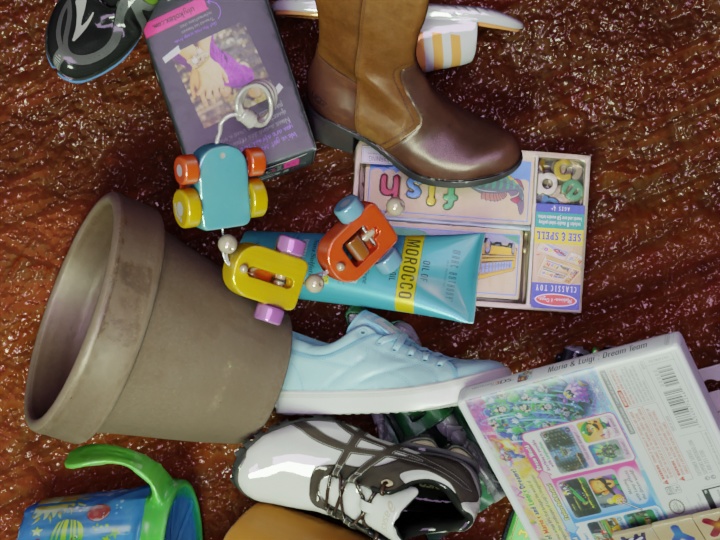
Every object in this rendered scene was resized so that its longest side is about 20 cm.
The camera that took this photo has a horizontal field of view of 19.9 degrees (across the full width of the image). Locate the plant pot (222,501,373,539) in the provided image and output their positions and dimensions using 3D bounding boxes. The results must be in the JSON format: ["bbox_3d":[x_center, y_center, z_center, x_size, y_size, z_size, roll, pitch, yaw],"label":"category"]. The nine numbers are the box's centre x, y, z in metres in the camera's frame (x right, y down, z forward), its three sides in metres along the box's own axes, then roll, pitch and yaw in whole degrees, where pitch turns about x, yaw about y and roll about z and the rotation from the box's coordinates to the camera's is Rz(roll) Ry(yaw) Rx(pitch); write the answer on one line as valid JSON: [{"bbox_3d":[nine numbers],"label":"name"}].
[{"bbox_3d":[-0.032,0.281,1.624,0.183,0.200,0.201,31,88,16],"label":"plant pot"}]

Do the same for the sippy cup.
[{"bbox_3d":[-0.204,0.233,1.646,0.129,0.140,0.179,1,78,9],"label":"sippy cup"}]

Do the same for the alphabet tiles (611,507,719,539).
[{"bbox_3d":[0.282,0.253,1.628,0.166,0.006,0.200,-16,133,22],"label":"alphabet tiles"}]

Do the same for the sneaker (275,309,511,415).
[{"bbox_3d":[0.022,0.071,1.630,0.199,0.074,0.083,-4,89,15],"label":"sneaker"}]

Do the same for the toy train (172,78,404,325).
[{"bbox_3d":[-0.063,-0.047,1.593,0.150,0.056,0.200,-49,117,-14],"label":"toy train"}]

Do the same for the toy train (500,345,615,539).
[{"bbox_3d":[0.164,0.154,1.696,0.056,0.042,0.201,18,88,10],"label":"toy train"}]

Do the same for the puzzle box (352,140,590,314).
[{"bbox_3d":[0.089,-0.036,1.705,0.199,0.025,0.134,3,89,-1],"label":"puzzle box"}]

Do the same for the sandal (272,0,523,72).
[{"bbox_3d":[0.029,-0.191,1.685,0.205,0.079,0.060,3,97,-1],"label":"sandal"}]

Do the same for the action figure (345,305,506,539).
[{"bbox_3d":[0.047,0.113,1.686,0.118,0.055,0.200,-36,84,11],"label":"action figure"}]

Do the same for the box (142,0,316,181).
[{"bbox_3d":[-0.113,-0.169,1.656,0.105,0.122,0.201,-18,89,-2],"label":"box"}]

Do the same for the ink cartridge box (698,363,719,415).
[{"bbox_3d":[0.304,0.171,1.624,0.117,0.067,0.201,-17,118,22],"label":"ink cartridge box"}]

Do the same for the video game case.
[{"bbox_3d":[0.195,0.149,1.578,0.181,0.024,0.201,-16,120,23],"label":"video game case"}]

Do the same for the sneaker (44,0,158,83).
[{"bbox_3d":[-0.169,-0.229,1.554,0.071,0.083,0.200,42,88,2],"label":"sneaker"}]

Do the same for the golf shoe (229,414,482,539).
[{"bbox_3d":[-0.001,0.166,1.598,0.199,0.095,0.078,2,112,-6],"label":"golf shoe"}]

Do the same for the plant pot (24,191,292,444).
[{"bbox_3d":[-0.152,0.057,1.630,0.174,0.200,0.201,19,88,-18],"label":"plant pot"}]

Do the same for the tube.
[{"bbox_3d":[0.000,0.000,1.663,0.199,0.050,0.078,4,74,15],"label":"tube"}]

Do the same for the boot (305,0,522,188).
[{"bbox_3d":[0.046,-0.168,1.614,0.187,0.201,0.069,22,51,14],"label":"boot"}]
